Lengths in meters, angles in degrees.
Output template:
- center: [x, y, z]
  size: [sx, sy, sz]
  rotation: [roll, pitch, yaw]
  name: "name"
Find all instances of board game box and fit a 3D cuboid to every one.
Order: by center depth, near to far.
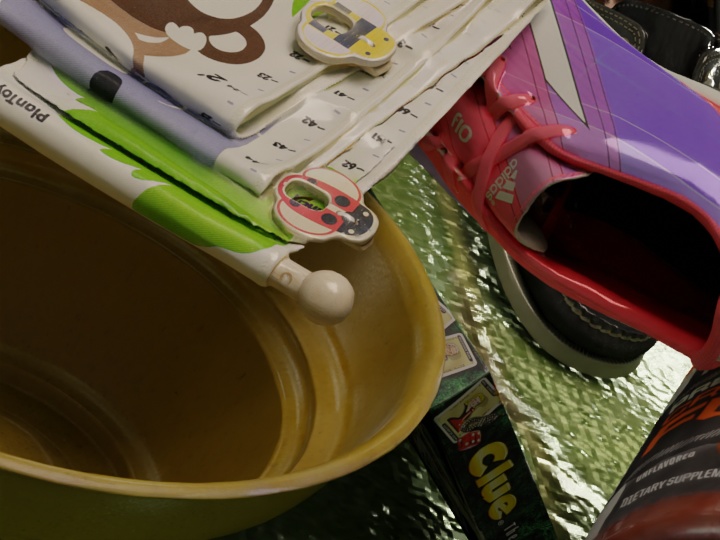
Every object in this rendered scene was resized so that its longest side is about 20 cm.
- center: [0.000, 0.000, 0.770]
  size: [0.200, 0.023, 0.105]
  rotation: [59, -3, 43]
  name: "board game box"

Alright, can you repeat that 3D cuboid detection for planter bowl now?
- center: [-0.087, 0.019, 0.657]
  size: [0.200, 0.084, 0.201]
  rotation: [18, 29, -10]
  name: "planter bowl"

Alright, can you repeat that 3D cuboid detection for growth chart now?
- center: [-0.025, -0.077, 0.709]
  size: [0.145, 0.018, 0.200]
  rotation: [27, 47, 10]
  name: "growth chart"

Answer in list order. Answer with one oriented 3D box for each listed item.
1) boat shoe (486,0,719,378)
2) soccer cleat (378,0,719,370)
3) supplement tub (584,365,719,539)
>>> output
- center: [0.087, -0.059, 0.909]
  size: [0.072, 0.068, 0.200]
  rotation: [19, 57, -15]
  name: "boat shoe"
- center: [0.041, -0.042, 0.742]
  size: [0.200, 0.068, 0.073]
  rotation: [35, 35, 18]
  name: "soccer cleat"
- center: [0.121, 0.074, 0.738]
  size: [0.107, 0.107, 0.200]
  rotation: [32, 28, 6]
  name: "supplement tub"
